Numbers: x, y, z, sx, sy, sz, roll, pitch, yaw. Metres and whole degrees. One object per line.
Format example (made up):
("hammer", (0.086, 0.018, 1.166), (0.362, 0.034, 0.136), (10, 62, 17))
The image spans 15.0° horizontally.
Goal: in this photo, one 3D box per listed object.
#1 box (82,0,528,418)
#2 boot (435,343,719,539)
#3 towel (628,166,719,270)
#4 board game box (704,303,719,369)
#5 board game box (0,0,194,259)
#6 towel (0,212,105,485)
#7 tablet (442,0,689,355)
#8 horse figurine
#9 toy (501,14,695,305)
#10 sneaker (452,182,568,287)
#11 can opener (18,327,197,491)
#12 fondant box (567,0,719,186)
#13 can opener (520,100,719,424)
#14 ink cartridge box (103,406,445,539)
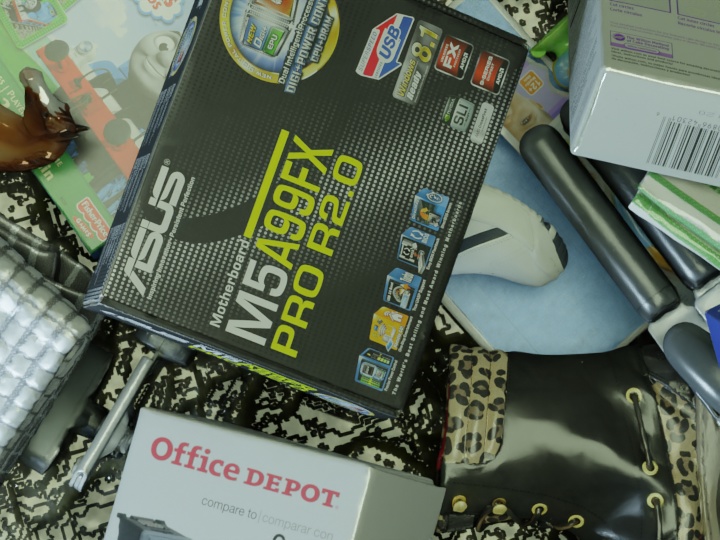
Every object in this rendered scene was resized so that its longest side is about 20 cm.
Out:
("box", (-0.025, -0.047, 1.320), (0.160, 0.044, 0.200), (23, 80, -15))
("boot", (0.113, 0.130, 1.408), (0.150, 0.073, 0.200), (4, 92, -1))
("towel", (0.225, -0.048, 1.389), (0.152, 0.200, 0.023), (35, 130, 0))
("board game box", (0.255, 0.083, 1.308), (0.134, 0.045, 0.200), (-25, 116, -14))
("board game box", (-0.103, -0.125, 1.441), (0.200, 0.037, 0.151), (-36, 87, -5))
("towel", (-0.234, 0.043, 1.375), (0.166, 0.086, 0.200), (37, 109, 7))
("tablet", (0.080, -0.039, 1.452), (0.130, 0.014, 0.200), (-41, 89, -4))
("horse figurine", (-0.250, -0.073, 1.412), (0.200, 0.050, 0.133), (-33, 94, 14))
("toy", (0.168, -0.058, 1.430), (0.115, 0.047, 0.200), (-44, 89, -12))
("sneaker", (0.000, 0.000, 1.391), (0.199, 0.079, 0.130), (24, 89, -24))
("can opener", (-0.112, 0.022, 1.422), (0.067, 0.053, 0.200), (29, 84, 0))
("fondant box", (0.181, -0.122, 1.372), (0.144, 0.200, 0.058), (12, 130, -6))
("can opener", (0.153, -0.001, 1.357), (0.053, 0.067, 0.200), (-37, 80, 5))
("ink cartridge box", (-0.060, 0.182, 1.370), (0.147, 0.086, 0.200), (12, 86, 29))
